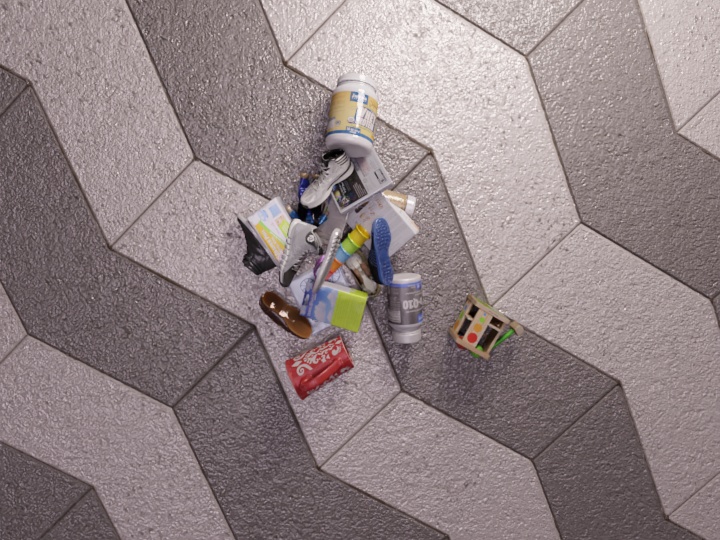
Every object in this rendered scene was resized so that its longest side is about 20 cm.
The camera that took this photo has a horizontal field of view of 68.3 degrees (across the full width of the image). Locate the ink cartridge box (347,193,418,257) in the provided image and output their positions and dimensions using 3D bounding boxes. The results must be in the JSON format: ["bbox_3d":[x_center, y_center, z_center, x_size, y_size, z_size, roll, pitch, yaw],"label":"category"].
[{"bbox_3d":[0.060,-0.147,1.642,0.161,0.050,0.201,-38,94,30],"label":"ink cartridge box"}]

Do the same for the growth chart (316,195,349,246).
[{"bbox_3d":[-0.082,-0.174,1.638,0.143,0.018,0.205,31,103,36],"label":"growth chart"}]

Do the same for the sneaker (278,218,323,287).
[{"bbox_3d":[-0.169,-0.040,1.554,0.112,0.075,0.206,14,98,8],"label":"sneaker"}]

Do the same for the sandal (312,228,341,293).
[{"bbox_3d":[-0.111,-0.033,1.596,0.049,0.082,0.208,24,97,10],"label":"sandal"}]

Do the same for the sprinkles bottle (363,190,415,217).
[{"bbox_3d":[0.071,-0.217,1.646,0.194,0.068,0.070,14,99,-3],"label":"sprinkles bottle"}]

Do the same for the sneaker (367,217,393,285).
[{"bbox_3d":[0.051,-0.058,1.621,0.069,0.077,0.207,-11,100,-35],"label":"sneaker"}]

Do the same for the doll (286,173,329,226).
[{"bbox_3d":[-0.161,-0.192,1.624,0.132,0.048,0.207,1,80,-8],"label":"doll"}]

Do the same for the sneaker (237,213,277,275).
[{"bbox_3d":[-0.346,-0.073,1.658,0.098,0.071,0.202,-35,102,-1],"label":"sneaker"}]

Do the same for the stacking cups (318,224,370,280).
[{"bbox_3d":[-0.053,-0.050,1.646,0.060,0.061,0.200,40,111,-6],"label":"stacking cups"}]

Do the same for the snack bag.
[{"bbox_3d":[-0.115,0.087,1.714,0.184,0.021,0.205,-24,98,3],"label":"snack bag"}]

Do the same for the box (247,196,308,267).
[{"bbox_3d":[-0.244,-0.111,1.639,0.111,0.101,0.203,-33,98,4],"label":"box"}]

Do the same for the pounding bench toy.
[{"bbox_3d":[0.401,0.202,1.690,0.196,0.124,0.159,28,98,-5],"label":"pounding bench toy"}]

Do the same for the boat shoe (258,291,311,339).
[{"bbox_3d":[-0.242,0.148,1.702,0.199,0.070,0.071,44,52,-3],"label":"boat shoe"}]

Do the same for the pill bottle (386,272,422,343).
[{"bbox_3d":[0.141,0.118,1.677,0.110,0.114,0.207,-4,99,0],"label":"pill bottle"}]

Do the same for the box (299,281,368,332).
[{"bbox_3d":[-0.084,0.108,1.670,0.194,0.048,0.125,16,109,0],"label":"box"}]

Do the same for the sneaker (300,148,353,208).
[{"bbox_3d":[-0.115,-0.280,1.549,0.200,0.116,0.076,-44,59,-5],"label":"sneaker"}]

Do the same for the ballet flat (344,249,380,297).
[{"bbox_3d":[0.000,0.000,1.680,0.070,0.071,0.203,-32,98,4],"label":"ballet flat"}]

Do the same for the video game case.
[{"bbox_3d":[-0.017,-0.284,1.597,0.178,0.023,0.203,-29,59,4],"label":"video game case"}]

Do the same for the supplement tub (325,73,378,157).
[{"bbox_3d":[-0.023,-0.451,1.557,0.140,0.145,0.207,8,84,-2],"label":"supplement tub"}]

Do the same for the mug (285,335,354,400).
[{"bbox_3d":[-0.120,0.317,1.682,0.196,0.179,0.135,-27,129,-1],"label":"mug"}]
